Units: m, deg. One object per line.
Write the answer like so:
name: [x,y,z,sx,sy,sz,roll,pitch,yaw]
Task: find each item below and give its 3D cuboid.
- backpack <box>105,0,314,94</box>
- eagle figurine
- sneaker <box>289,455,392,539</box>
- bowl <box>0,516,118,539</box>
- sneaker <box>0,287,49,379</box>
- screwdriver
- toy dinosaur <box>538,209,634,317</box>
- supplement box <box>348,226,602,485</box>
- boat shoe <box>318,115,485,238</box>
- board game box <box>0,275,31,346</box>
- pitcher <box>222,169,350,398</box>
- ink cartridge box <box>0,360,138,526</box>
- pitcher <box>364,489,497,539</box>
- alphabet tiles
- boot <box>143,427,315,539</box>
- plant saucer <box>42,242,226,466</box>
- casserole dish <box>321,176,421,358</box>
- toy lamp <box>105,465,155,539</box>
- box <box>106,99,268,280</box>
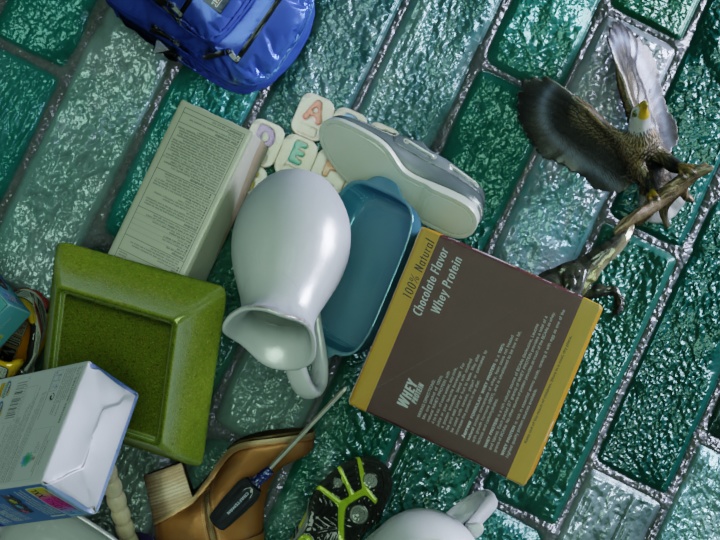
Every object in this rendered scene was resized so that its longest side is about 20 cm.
backpack: [-0.150,-0.279,1.663,0.199,0.168,0.163,36,93,-6]
eagle figurine: [0.286,-0.150,1.720,0.151,0.151,0.200,-9,51,-42]
sneaker: [-0.041,0.281,1.702,0.075,0.076,0.200,40,68,0]
bowl: [-0.310,0.349,1.625,0.199,0.075,0.201,35,86,2]
sneaker: [-0.383,0.115,1.677,0.077,0.082,0.202,13,88,-3]
screwdriver: [-0.080,0.194,1.640,0.200,0.028,0.029,-42,65,8]
toy dinosaur: [0.242,0.021,1.738,0.199,0.047,0.089,-32,84,-7]
supplement box: [0.122,0.086,1.657,0.199,0.133,0.199,23,92,10]
boat shoe: [0.047,-0.109,1.717,0.199,0.073,0.062,32,43,3]
board game box: [-0.458,0.063,1.651,0.200,0.047,0.151,-46,66,5]
pitcher: [-0.067,0.014,1.630,0.120,0.172,0.201,-8,49,18]
ink cartridge box: [-0.327,0.174,1.573,0.076,0.199,0.137,42,51,-36]
pitcher: [0.080,0.288,1.642,0.171,0.200,0.122,-38,91,-5]
alphabet tiles: [-0.043,-0.083,1.737,0.199,0.015,0.197,23,87,-2]
boot: [-0.120,0.260,1.697,0.198,0.074,0.156,-20,89,8]
plant saucer: [-0.249,0.092,1.644,0.198,0.048,0.202,15,108,17]
casserole dish: [0.000,0.000,1.688,0.121,0.039,0.201,26,95,41]
toy lamp: [-0.251,0.249,1.658,0.058,0.058,0.202,-11,118,-4]
box: [-0.185,-0.066,1.688,0.094,0.078,0.201,26,88,12]
